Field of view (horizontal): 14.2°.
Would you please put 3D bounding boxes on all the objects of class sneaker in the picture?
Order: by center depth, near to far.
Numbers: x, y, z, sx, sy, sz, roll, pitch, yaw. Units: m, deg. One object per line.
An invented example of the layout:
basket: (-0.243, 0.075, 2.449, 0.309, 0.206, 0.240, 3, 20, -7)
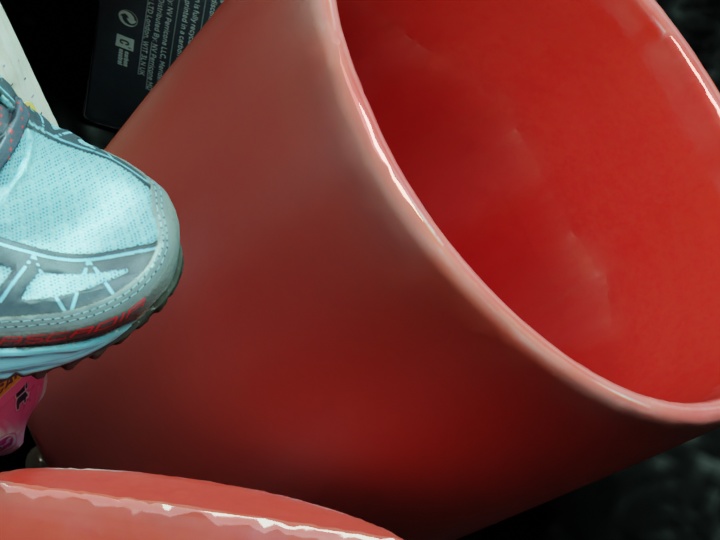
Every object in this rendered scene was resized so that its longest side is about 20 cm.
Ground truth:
sneaker: (-0.133, -0.037, 0.726, 0.199, 0.096, 0.080, 20, 53, -12)

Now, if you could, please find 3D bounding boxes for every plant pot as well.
plant pot: (0.000, 0.000, 0.868, 0.200, 0.177, 0.201, 33, 38, -30)

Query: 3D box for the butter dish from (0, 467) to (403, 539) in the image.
butter dish: (-0.053, 0.128, 0.790, 0.198, 0.201, 0.148, 9, 24, -5)

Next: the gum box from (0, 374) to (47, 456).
gum box: (-0.188, 0.003, 0.780, 0.200, 0.066, 0.114, 39, 50, 4)

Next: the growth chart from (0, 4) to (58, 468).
growth chart: (-0.119, -0.031, 0.899, 0.018, 0.201, 0.145, -8, 37, 21)

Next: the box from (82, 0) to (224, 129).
box: (0.020, -0.123, 1.070, 0.181, 0.104, 0.200, 20, 47, 5)
